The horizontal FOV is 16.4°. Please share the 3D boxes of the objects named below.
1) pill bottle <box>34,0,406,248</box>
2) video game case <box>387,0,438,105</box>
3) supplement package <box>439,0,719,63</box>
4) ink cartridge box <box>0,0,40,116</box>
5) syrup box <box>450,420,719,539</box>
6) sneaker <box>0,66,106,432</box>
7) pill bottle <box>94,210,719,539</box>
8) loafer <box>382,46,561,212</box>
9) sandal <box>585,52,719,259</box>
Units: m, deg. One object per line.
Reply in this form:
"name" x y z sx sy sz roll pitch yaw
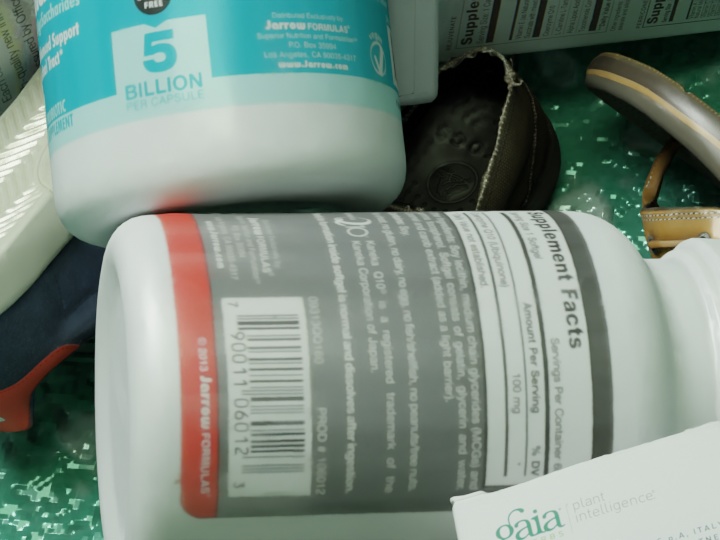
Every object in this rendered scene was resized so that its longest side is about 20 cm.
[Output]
"pill bottle" -0.050 -0.112 0.783 0.110 0.111 0.201 -8 81 5
"video game case" -0.009 -0.181 0.860 0.022 0.200 0.182 -7 27 -16
"supplement package" 0.104 -0.186 0.879 0.199 0.151 0.152 -8 53 -13
"ink cartridge box" -0.162 -0.120 0.908 0.200 0.147 0.146 -42 59 -19
"syrup box" 0.085 0.145 0.635 0.079 0.082 0.200 -17 49 7
"sneaker" -0.083 -0.026 0.867 0.075 0.085 0.200 19 54 41
"pill bottle" 0.025 0.040 0.744 0.199 0.116 0.116 0 53 -12
"loafer" 0.000 0.000 0.840 0.073 0.071 0.200 18 60 21
"sandal" 0.131 0.000 0.827 0.055 0.082 0.200 -42 63 7
